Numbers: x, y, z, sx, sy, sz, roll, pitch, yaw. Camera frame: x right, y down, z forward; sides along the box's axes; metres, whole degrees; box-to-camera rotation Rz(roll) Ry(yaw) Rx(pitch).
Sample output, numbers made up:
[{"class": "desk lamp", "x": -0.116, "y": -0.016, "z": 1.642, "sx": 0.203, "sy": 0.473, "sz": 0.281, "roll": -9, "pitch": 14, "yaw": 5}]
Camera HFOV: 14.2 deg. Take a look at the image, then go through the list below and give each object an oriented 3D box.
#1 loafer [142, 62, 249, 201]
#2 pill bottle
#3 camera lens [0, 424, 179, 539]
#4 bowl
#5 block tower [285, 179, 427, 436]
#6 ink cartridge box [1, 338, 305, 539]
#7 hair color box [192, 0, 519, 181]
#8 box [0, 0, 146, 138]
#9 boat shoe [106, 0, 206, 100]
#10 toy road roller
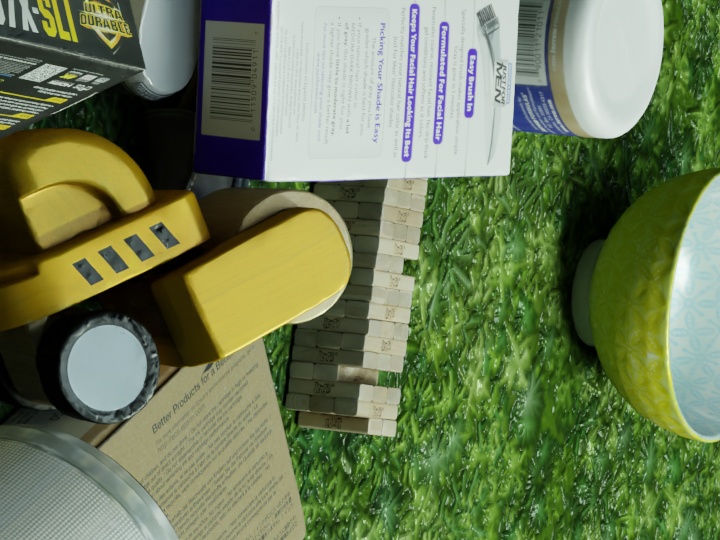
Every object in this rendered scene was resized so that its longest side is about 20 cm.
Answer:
[{"class": "loafer", "x": -0.098, "y": -0.063, "z": 1.612, "sx": 0.072, "sy": 0.073, "sz": 0.200, "roll": 45, "pitch": 55, "yaw": -22}, {"class": "pill bottle", "x": 0.072, "y": -0.144, "z": 1.745, "sx": 0.116, "sy": 0.199, "sz": 0.116, "roll": -19, "pitch": 113, "yaw": -57}, {"class": "camera lens", "x": -0.187, "y": 0.181, "z": 1.386, "sx": 0.200, "sy": 0.160, "sz": 0.160, "roll": -42, "pitch": 130, "yaw": -45}, {"class": "bowl", "x": 0.219, "y": 0.021, "z": 2.115, "sx": 0.200, "sy": 0.107, "sz": 0.201, "roll": -17, "pitch": 110, "yaw": -58}, {"class": "block tower", "x": 0.000, "y": 0.000, "z": 1.788, "sx": 0.054, "sy": 0.058, "sz": 0.201, "roll": 10, "pitch": 85, "yaw": -61}, {"class": "ink cartridge box", "x": -0.121, "y": 0.127, "z": 1.582, "sx": 0.200, "sy": 0.075, "sz": 0.165, "roll": -44, "pitch": 130, "yaw": -47}, {"class": "hair color box", "x": 0.000, "y": -0.107, "z": 1.604, "sx": 0.200, "sy": 0.065, "sz": 0.110, "roll": -3, "pitch": 98, "yaw": -44}, {"class": "box", "x": -0.216, "y": -0.093, "z": 1.296, "sx": 0.200, "sy": 0.159, "sz": 0.050, "roll": 7, "pitch": 66, "yaw": -59}, {"class": "boat shoe", "x": -0.111, "y": -0.191, "z": 1.565, "sx": 0.069, "sy": 0.056, "sz": 0.201, "roll": 24, "pitch": 73, "yaw": -49}, {"class": "toy road roller", "x": -0.118, "y": -0.017, "z": 1.480, "sx": 0.200, "sy": 0.123, "sz": 0.146, "roll": -26, "pitch": 103, "yaw": -23}]
